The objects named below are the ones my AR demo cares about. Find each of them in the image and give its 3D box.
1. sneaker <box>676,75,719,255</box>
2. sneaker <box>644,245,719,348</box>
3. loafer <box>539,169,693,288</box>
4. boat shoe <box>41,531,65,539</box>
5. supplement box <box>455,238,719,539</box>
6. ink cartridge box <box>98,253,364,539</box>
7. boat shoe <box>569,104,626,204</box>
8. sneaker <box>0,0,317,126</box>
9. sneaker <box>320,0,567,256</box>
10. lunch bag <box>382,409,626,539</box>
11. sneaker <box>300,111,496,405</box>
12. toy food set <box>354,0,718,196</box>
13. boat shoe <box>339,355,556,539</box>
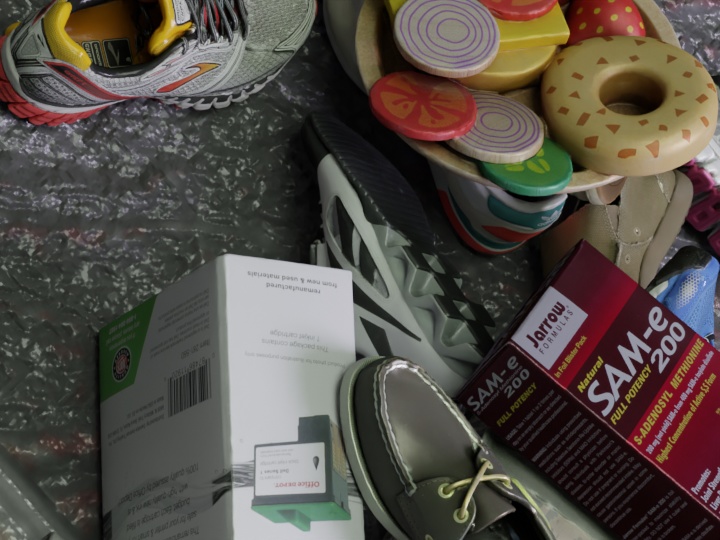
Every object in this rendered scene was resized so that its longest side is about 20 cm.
[{"bbox_3d":[0.259,-0.045,1.587,0.200,0.074,0.087,47,62,-3],"label":"sneaker"},{"bbox_3d":[0.194,0.077,1.438,0.079,0.089,0.201,-44,142,-47],"label":"sneaker"},{"bbox_3d":[0.136,0.002,1.502,0.067,0.076,0.200,38,48,-13],"label":"loafer"},{"bbox_3d":[-0.204,0.196,1.231,0.200,0.072,0.066,-35,87,-35],"label":"boat shoe"},{"bbox_3d":[0.161,0.088,1.341,0.200,0.061,0.109,39,43,1],"label":"supplement box"},{"bbox_3d":[-0.068,0.110,1.295,0.084,0.146,0.201,7,71,-31],"label":"ink cartridge box"},{"bbox_3d":[0.128,-0.112,1.511,0.065,0.072,0.200,-3,44,11],"label":"boat shoe"},{"bbox_3d":[-0.104,-0.129,1.395,0.200,0.082,0.078,-19,84,-35],"label":"sneaker"},{"bbox_3d":[0.056,-0.104,1.469,0.070,0.093,0.200,-33,93,-24],"label":"sneaker"},{"bbox_3d":[0.092,0.173,1.352,0.164,0.118,0.200,37,46,-3],"label":"lunch bag"},{"bbox_3d":[0.000,0.000,1.421,0.074,0.088,0.200,18,37,-52],"label":"sneaker"},{"bbox_3d":[0.091,-0.122,1.419,0.197,0.049,0.200,-8,56,-16],"label":"toy food set"},{"bbox_3d":[0.058,0.128,1.249,0.072,0.060,0.202,-27,89,-34],"label":"boat shoe"}]
